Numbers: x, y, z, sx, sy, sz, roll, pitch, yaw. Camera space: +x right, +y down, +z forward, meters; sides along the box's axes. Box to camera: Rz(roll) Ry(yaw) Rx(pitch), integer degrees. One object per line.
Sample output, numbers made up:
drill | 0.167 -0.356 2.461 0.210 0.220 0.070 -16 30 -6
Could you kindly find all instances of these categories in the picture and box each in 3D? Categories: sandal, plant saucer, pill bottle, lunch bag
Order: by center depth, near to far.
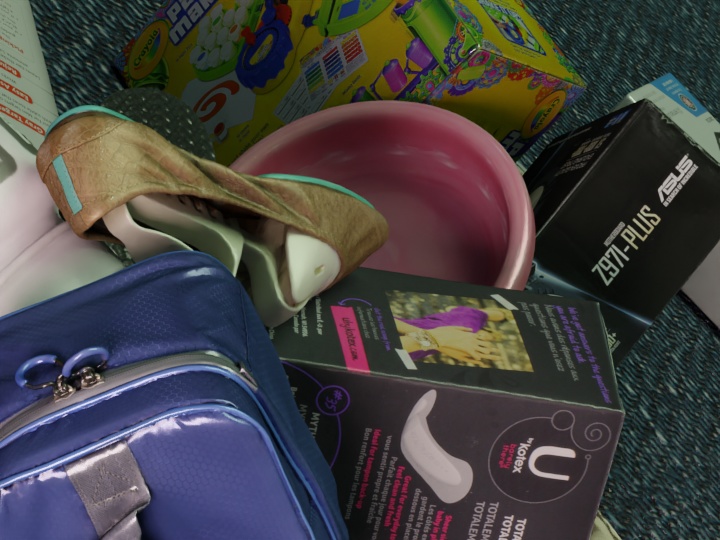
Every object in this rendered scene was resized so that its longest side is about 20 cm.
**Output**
lunch bag | -0.083 0.100 1.213 0.133 0.135 0.201 -108 174 -52
pill bottle | -0.211 -0.038 1.342 0.200 0.114 0.114 45 21 3
sandal | -0.130 -0.030 1.583 0.075 0.048 0.201 32 37 -15
plant saucer | 0.000 0.000 1.586 0.201 0.200 0.051 62 -1 40

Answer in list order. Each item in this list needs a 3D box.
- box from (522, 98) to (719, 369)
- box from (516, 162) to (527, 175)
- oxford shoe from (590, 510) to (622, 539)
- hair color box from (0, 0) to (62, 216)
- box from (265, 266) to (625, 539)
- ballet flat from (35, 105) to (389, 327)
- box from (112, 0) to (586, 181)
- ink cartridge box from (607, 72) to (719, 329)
box | 0.118 -0.001 1.700 0.086 0.164 0.200 41 -11 -6
box | 0.067 -0.059 1.998 0.200 0.041 0.156 42 20 -7
oxford shoe | 0.089 0.112 1.628 0.200 0.084 0.073 58 -18 32
hair color box | -0.216 -0.099 1.524 0.101 0.061 0.200 30 24 -33
box | 0.015 0.076 1.427 0.199 0.123 0.106 9 29 -8
ballet flat | -0.062 -0.015 1.341 0.199 0.068 0.073 22 42 -41
box | -0.010 -0.117 1.742 0.122 0.200 0.193 14 37 -53
ink cartridge box | 0.268 -0.049 2.286 0.200 0.084 0.145 46 20 6
